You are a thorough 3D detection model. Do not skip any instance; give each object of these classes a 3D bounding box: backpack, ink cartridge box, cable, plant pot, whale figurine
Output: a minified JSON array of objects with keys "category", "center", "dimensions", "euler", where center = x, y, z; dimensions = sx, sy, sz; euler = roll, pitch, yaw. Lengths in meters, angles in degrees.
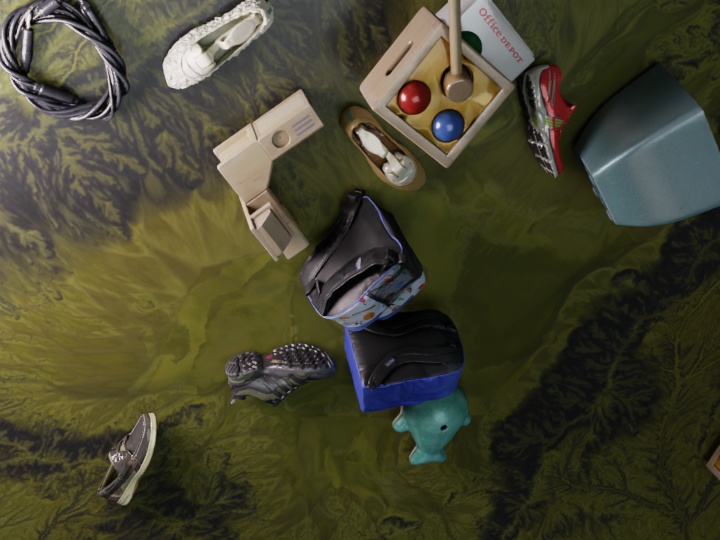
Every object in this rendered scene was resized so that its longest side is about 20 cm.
[{"category":"backpack","center":[0.080,0.160,1.793],"dimensions":[0.198,0.164,0.168],"euler":[-11,149,-9]},{"category":"ink cartridge box","center":[0.152,-0.327,1.586],"dimensions":[0.200,0.084,0.145],"euler":[-42,118,10]},{"category":"cable","center":[-0.432,-0.297,1.465],"dimensions":[0.162,0.051,0.201],"euler":[-27,122,0]},{"category":"plant pot","center":[0.482,-0.191,1.695],"dimensions":[0.199,0.197,0.197],"euler":[-28,122,11]},{"category":"whale figurine","center":[0.141,0.299,1.911],"dimensions":[0.157,0.104,0.202],"euler":[-2,118,-14]},{"category":"backpack","center":[0.000,0.000,1.676],"dimensions":[0.190,0.201,0.154],"euler":[-39,134,12]}]

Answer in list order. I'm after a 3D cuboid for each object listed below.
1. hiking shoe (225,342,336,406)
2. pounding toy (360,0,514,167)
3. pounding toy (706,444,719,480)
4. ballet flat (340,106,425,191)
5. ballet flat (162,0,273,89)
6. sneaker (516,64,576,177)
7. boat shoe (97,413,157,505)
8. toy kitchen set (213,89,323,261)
[{"category":"hiking shoe","center":[-0.142,0.193,1.804],"dimensions":[0.197,0.076,0.102],"euler":[-3,127,-3]},{"category":"pounding toy","center":[0.119,-0.286,1.460],"dimensions":[0.183,0.143,0.200],"euler":[34,106,-25]},{"category":"pounding toy","center":[0.839,0.379,2.113],"dimensions":[0.141,0.184,0.202],"euler":[11,115,-33]},{"category":"ballet flat","center":[0.040,-0.187,1.645],"dimensions":[0.069,0.063,0.200],"euler":[-44,120,11]},{"category":"ballet flat","center":[-0.215,-0.338,1.493],"dimensions":[0.199,0.072,0.072],"euler":[-36,121,7]},{"category":"sneaker","center":[0.326,-0.250,1.683],"dimensions":[0.084,0.077,0.202],"euler":[-22,122,-9]},{"category":"boat shoe","center":[-0.421,0.340,1.800],"dimensions":[0.065,0.072,0.202],"euler":[13,118,-26]},{"category":"toy kitchen set","center":[-0.101,-0.132,1.578],"dimensions":[0.180,0.164,0.201],"euler":[-34,121,5]}]
